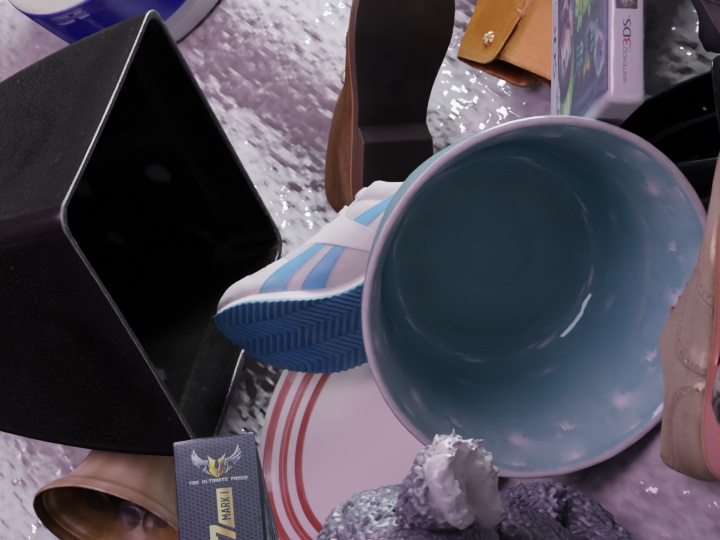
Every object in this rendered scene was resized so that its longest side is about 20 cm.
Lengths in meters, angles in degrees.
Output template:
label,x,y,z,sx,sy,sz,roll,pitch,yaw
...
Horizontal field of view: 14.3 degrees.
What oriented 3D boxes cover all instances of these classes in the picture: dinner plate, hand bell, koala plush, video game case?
label,x,y,z,sx,sy,sz,roll,pitch,yaw
dinner plate,0.017,0.091,1.688,0.200,0.024,0.200,-23,52,34
hand bell,-0.123,0.080,1.810,0.104,0.104,0.200,-11,48,42
koala plush,0.047,0.170,1.475,0.177,0.200,0.184,-39,44,23
video game case,0.128,-0.163,1.570,0.200,0.023,0.182,127,144,-81

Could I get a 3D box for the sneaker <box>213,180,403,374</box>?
label,x,y,z,sx,sy,sz,roll,pitch,yaw
sneaker,0.000,0.000,1.696,0.200,0.077,0.081,-21,41,32

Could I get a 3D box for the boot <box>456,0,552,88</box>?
label,x,y,z,sx,sy,sz,roll,pitch,yaw
boot,0.093,-0.192,1.741,0.201,0.071,0.144,33,92,46

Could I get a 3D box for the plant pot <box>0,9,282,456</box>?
label,x,y,z,sx,sy,sz,roll,pitch,yaw
plant pot,-0.184,-0.009,1.752,0.177,0.200,0.200,-10,39,26

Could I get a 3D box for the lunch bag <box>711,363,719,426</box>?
label,x,y,z,sx,sy,sz,roll,pitch,yaw
lunch bag,0.259,-0.001,1.409,0.168,0.139,0.200,-11,56,61

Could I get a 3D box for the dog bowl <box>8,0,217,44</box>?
label,x,y,z,sx,sy,sz,roll,pitch,yaw
dog bowl,-0.166,-0.253,2.035,0.200,0.079,0.200,-24,51,34

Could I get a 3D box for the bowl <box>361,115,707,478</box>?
label,x,y,z,sx,sy,sz,roll,pitch,yaw
bowl,0.084,0.003,1.565,0.201,0.201,0.105,-57,22,4

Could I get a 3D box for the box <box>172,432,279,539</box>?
label,x,y,z,sx,sy,sz,roll,pitch,yaw
box,-0.063,0.207,1.578,0.051,0.200,0.158,-7,56,1

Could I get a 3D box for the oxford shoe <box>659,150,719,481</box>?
label,x,y,z,sx,sy,sz,roll,pitch,yaw
oxford shoe,0.188,0.012,1.505,0.074,0.071,0.200,1,79,51

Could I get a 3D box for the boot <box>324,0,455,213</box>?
label,x,y,z,sx,sy,sz,roll,pitch,yaw
boot,0.009,-0.125,1.762,0.075,0.074,0.200,12,97,60

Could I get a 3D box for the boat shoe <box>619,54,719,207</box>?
label,x,y,z,sx,sy,sz,roll,pitch,yaw
boat shoe,0.219,-0.087,1.558,0.200,0.062,0.075,-22,51,34

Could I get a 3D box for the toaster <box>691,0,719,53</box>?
label,x,y,z,sx,sy,sz,roll,pitch,yaw
toaster,0.229,-0.215,1.562,0.129,0.114,0.200,-21,30,20
